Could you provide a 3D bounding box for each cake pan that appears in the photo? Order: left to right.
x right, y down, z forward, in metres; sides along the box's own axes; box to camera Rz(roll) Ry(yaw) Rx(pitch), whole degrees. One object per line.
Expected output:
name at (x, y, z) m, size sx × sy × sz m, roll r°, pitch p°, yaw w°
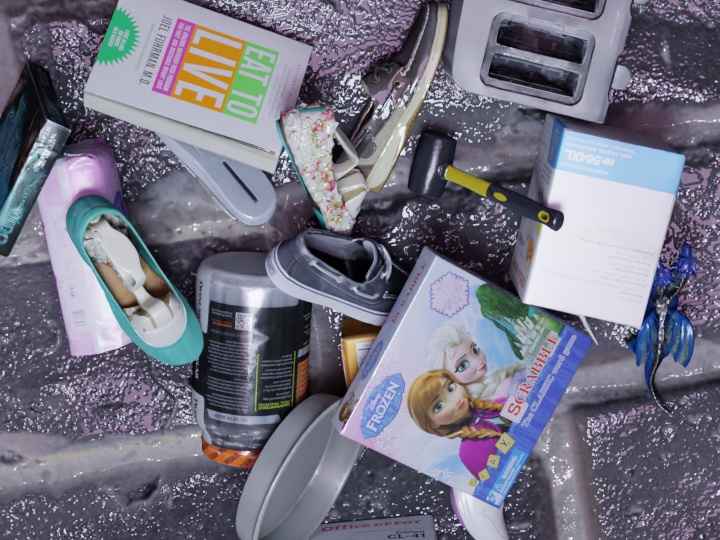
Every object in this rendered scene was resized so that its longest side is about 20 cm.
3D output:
cake pan at (-0.063, 0.211, 1.425) m, size 0.036 × 0.200 × 0.203 m, roll 28°, pitch 103°, yaw 21°

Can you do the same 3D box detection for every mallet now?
mallet at (0.125, -0.090, 1.361) m, size 0.041 × 0.199 × 0.067 m, roll 1°, pitch 103°, yaw -44°

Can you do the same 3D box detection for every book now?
book at (-0.158, -0.193, 1.368) m, size 0.197 × 0.048 × 0.135 m, roll 18°, pitch 67°, yaw -5°

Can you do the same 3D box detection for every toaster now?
toaster at (0.172, -0.254, 1.340) m, size 0.197 × 0.119 × 0.184 m, roll 13°, pitch 103°, yaw -3°

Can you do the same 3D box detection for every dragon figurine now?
dragon figurine at (0.309, 0.066, 1.426) m, size 0.058 × 0.100 × 0.203 m, roll 1°, pitch 104°, yaw 0°

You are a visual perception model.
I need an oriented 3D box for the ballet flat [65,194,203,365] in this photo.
ballet flat at (-0.213, 0.018, 1.320) m, size 0.067 × 0.070 × 0.201 m, roll -36°, pitch 110°, yaw -10°

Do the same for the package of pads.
package of pads at (-0.271, -0.026, 1.395) m, size 0.074 × 0.121 × 0.203 m, roll -9°, pitch 103°, yaw 2°

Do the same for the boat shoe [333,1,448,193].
boat shoe at (0.030, -0.177, 1.382) m, size 0.064 × 0.073 × 0.202 m, roll 19°, pitch 103°, yaw -10°

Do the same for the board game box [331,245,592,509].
board game box at (0.102, 0.110, 1.382) m, size 0.198 × 0.041 × 0.202 m, roll 26°, pitch 96°, yaw -20°

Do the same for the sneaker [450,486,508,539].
sneaker at (0.138, 0.205, 1.467) m, size 0.098 × 0.075 × 0.203 m, roll -13°, pitch 106°, yaw 11°

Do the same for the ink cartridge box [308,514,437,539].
ink cartridge box at (0.014, 0.335, 1.441) m, size 0.145 × 0.200 × 0.087 m, roll -5°, pitch 103°, yaw 1°

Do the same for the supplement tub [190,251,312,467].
supplement tub at (-0.112, 0.090, 1.422) m, size 0.120 × 0.123 × 0.203 m, roll 4°, pitch 103°, yaw -1°

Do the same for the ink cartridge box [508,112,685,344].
ink cartridge box at (0.229, -0.040, 1.386) m, size 0.123 × 0.129 × 0.203 m, roll 12°, pitch 103°, yaw -3°

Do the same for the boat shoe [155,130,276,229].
boat shoe at (-0.160, -0.122, 1.399) m, size 0.072 × 0.062 × 0.201 m, roll -33°, pitch 84°, yaw -23°

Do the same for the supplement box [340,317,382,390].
supplement box at (0.079, 0.079, 1.448) m, size 0.197 × 0.067 × 0.070 m, roll -4°, pitch 106°, yaw 2°

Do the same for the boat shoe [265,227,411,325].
boat shoe at (0.000, 0.000, 1.382) m, size 0.198 × 0.073 × 0.068 m, roll 18°, pitch 139°, yaw -39°

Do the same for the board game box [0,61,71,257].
board game box at (-0.331, -0.113, 1.336) m, size 0.028 × 0.200 × 0.136 m, roll 23°, pitch 103°, yaw -26°

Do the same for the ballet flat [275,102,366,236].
ballet flat at (-0.028, -0.090, 1.361) m, size 0.063 × 0.076 × 0.201 m, roll -19°, pitch 146°, yaw 2°
